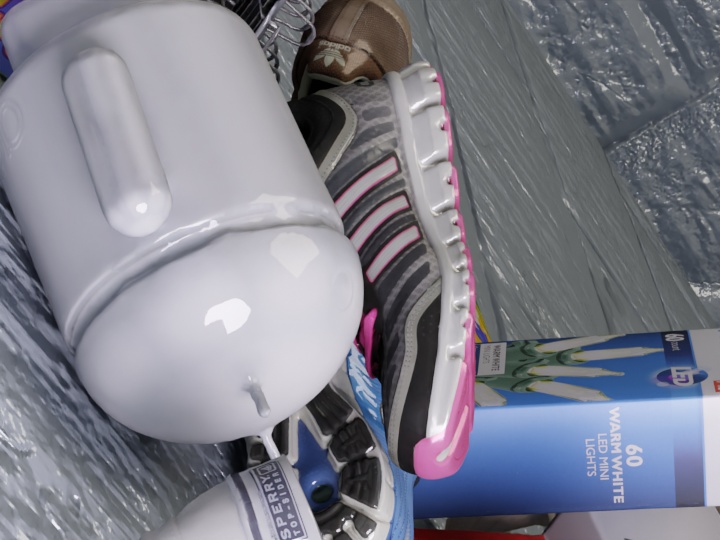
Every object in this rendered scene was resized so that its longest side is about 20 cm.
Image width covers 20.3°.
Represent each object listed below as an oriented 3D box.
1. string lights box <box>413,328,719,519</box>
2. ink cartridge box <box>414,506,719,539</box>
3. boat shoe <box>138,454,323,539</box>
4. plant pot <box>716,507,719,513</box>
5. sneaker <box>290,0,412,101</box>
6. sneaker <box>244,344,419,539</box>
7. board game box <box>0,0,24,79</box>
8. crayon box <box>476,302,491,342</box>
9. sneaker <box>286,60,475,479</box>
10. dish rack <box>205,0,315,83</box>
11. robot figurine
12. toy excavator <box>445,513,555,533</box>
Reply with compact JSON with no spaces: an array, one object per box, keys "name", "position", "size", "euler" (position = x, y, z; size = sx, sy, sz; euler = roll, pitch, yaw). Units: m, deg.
[{"name":"string lights box","position":[0.099,0.075,0.991],"size":[0.103,0.198,0.060],"euler":[-73,158,-73]},{"name":"ink cartridge box","position":[0.130,0.190,0.941],"size":[0.175,0.045,0.201],"euler":[10,39,-32]},{"name":"boat shoe","position":[-0.030,0.139,0.663],"size":[0.201,0.065,0.072],"euler":[78,-11,-54]},{"name":"plant pot","position":[0.224,0.133,1.440],"size":[0.173,0.200,0.201],"euler":[22,36,-41]},{"name":"sneaker","position":[-0.018,-0.035,0.981],"size":[0.076,0.070,0.202],"euler":[-56,154,-55]},{"name":"sneaker","position":[-0.020,0.064,0.884],"size":[0.089,0.078,0.201],"euler":[61,14,-49]},{"name":"board game box","position":[-0.171,-0.162,0.836],"size":[0.200,0.045,0.135],"euler":[42,21,-53]},{"name":"crayon box","position":[0.033,0.033,1.174],"size":[0.126,0.051,0.201],"euler":[48,18,-42]},{"name":"sneaker","position":[0.000,0.000,0.826],"size":[0.074,0.086,0.201],"euler":[88,-4,-55]},{"name":"dish rack","position":[-0.057,-0.116,0.946],"size":[0.054,0.154,0.201],"euler":[31,23,-19]},{"name":"robot figurine","position":[-0.069,-0.020,0.757],"size":[0.201,0.112,0.170],"euler":[65,6,23]},{"name":"toy excavator","position":[0.132,0.216,1.066],"size":[0.100,0.198,0.196],"euler":[-54,154,-77]}]
